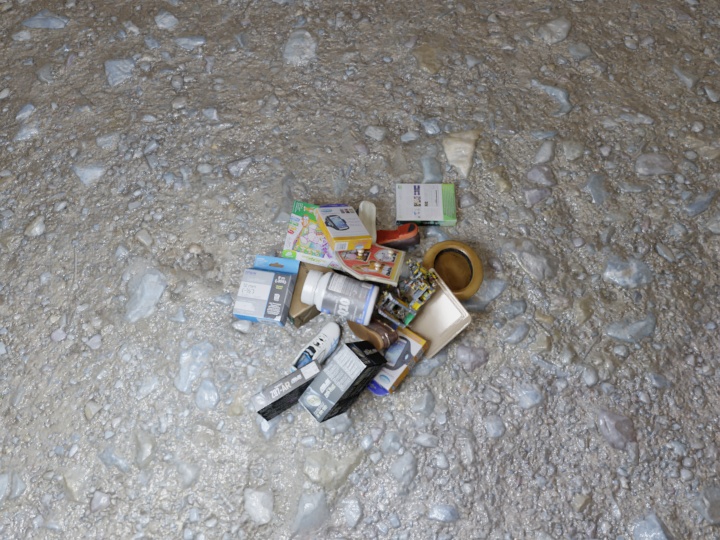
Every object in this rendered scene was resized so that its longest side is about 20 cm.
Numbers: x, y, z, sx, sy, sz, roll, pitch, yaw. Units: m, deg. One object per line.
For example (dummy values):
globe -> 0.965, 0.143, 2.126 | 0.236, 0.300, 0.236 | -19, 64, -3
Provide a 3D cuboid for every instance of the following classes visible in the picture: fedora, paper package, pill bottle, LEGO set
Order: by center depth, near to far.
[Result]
pill bottle -> -0.056, 0.070, 1.441 | 0.197, 0.114, 0.115 | 17, 66, 4
LEGO set -> 0.111, 0.054, 1.482 | 0.200, 0.115, 0.155 | -46, 31, 22
paper package -> -0.176, 0.035, 1.572 | 0.190, 0.104, 0.201 | -34, 70, -12
fedora -> 0.277, 0.009, 1.587 | 0.197, 0.082, 0.203 | -1, 65, 1

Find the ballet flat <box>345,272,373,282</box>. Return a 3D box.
ballet flat -> 0.000, 0.000, 1.617 | 0.198, 0.067, 0.064 | 29, 96, 14

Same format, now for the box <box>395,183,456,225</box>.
box -> 0.214, -0.218, 1.721 | 0.197, 0.036, 0.146 | 0, 65, 3

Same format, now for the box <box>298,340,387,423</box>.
box -> -0.043, 0.289, 1.377 | 0.086, 0.163, 0.201 | 43, 103, 20

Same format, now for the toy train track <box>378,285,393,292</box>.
toy train track -> 0.011, 0.074, 1.556 | 0.198, 0.115, 0.033 | -8, 68, -26

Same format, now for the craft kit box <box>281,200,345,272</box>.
craft kit box -> -0.124, -0.106, 1.567 | 0.195, 0.049, 0.202 | 14, 52, -12

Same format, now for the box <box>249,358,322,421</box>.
box -> -0.187, 0.325, 1.406 | 0.198, 0.161, 0.044 | -30, 69, -11

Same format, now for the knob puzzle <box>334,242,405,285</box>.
knob puzzle -> 0.023, -0.037, 1.482 | 0.216, 0.031, 0.221 | 6, 33, -4

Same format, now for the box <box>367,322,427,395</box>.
box -> 0.084, 0.253, 1.477 | 0.118, 0.042, 0.200 | 30, 66, 31

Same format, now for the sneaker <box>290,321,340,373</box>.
sneaker -> -0.126, 0.228, 1.499 | 0.071, 0.073, 0.201 | 33, 68, 17

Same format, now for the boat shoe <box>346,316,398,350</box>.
boat shoe -> 0.032, 0.166, 1.496 | 0.070, 0.071, 0.199 | -24, 32, -25

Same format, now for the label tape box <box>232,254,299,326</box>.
label tape box -> -0.265, 0.046, 1.482 | 0.141, 0.066, 0.203 | 8, 72, 11

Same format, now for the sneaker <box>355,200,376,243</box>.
sneaker -> 0.005, -0.117, 1.633 | 0.074, 0.085, 0.202 | 21, 56, -16

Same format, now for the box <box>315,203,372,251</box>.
box -> -0.055, -0.131, 1.532 | 0.117, 0.042, 0.201 | -5, 37, -22

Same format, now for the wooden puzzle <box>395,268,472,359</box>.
wooden puzzle -> 0.206, 0.125, 1.518 | 0.185, 0.037, 0.201 | -46, 64, 23

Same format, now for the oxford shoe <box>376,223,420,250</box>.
oxford shoe -> 0.092, -0.087, 1.644 | 0.197, 0.073, 0.072 | -11, 40, 18
